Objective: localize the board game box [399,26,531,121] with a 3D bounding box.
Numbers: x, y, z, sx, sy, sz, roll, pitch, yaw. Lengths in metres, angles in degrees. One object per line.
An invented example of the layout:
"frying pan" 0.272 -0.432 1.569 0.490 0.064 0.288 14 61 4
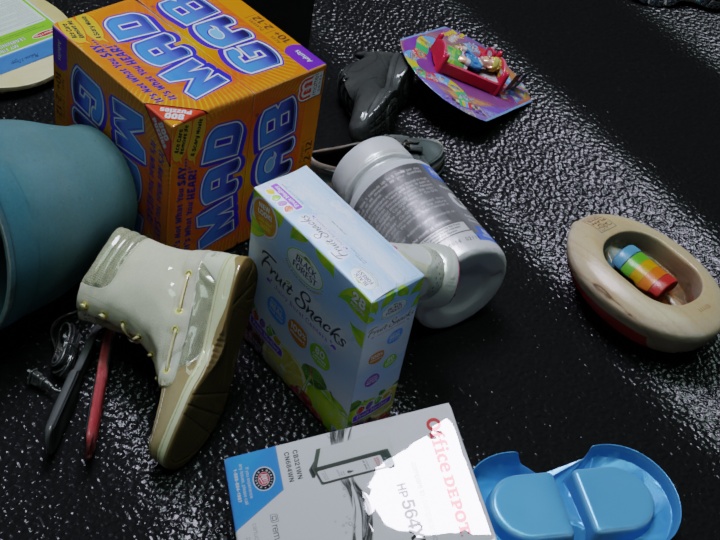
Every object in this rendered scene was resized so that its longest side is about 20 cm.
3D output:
"board game box" 0.144 -0.269 1.452 0.158 0.039 0.200 45 36 13

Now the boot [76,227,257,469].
"boot" -0.192 0.067 1.038 0.154 0.072 0.201 14 80 18

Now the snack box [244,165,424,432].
"snack box" -0.033 0.034 1.042 0.067 0.201 0.169 -26 54 -33

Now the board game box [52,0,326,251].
"board game box" -0.184 -0.156 1.200 0.199 0.201 0.200 -29 56 -36

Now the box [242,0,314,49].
"box" -0.145 -0.310 1.366 0.147 0.201 0.125 -10 48 -21

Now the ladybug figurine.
"ladybug figurine" 0.298 0.017 1.220 0.135 0.072 0.200 -23 54 -30

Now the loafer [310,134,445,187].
"loafer" 0.019 -0.124 1.310 0.199 0.063 0.072 -18 51 -27

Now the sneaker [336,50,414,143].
"sneaker" 0.008 -0.213 1.402 0.090 0.076 0.200 11 34 9

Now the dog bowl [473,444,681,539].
"dog bowl" 0.185 0.218 1.010 0.198 0.050 0.112 -3 46 -14

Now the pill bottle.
"pill bottle" 0.056 -0.045 1.203 0.113 0.114 0.200 -17 51 -26

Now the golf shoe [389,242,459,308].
"golf shoe" 0.000 0.000 1.108 0.091 0.199 0.076 10 78 -46

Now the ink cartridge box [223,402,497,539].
"ink cartridge box" 0.001 0.207 0.926 0.198 0.085 0.147 -15 47 -3

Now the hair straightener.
"hair straightener" -0.270 0.087 1.053 0.076 0.041 0.201 6 44 -7

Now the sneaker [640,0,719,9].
"sneaker" 0.481 -0.450 1.743 0.198 0.078 0.087 10 32 -12

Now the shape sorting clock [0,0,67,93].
"shape sorting clock" -0.450 -0.284 1.391 0.198 0.039 0.201 7 44 -7

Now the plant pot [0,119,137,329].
"plant pot" -0.326 -0.056 1.092 0.200 0.201 0.188 35 35 22
